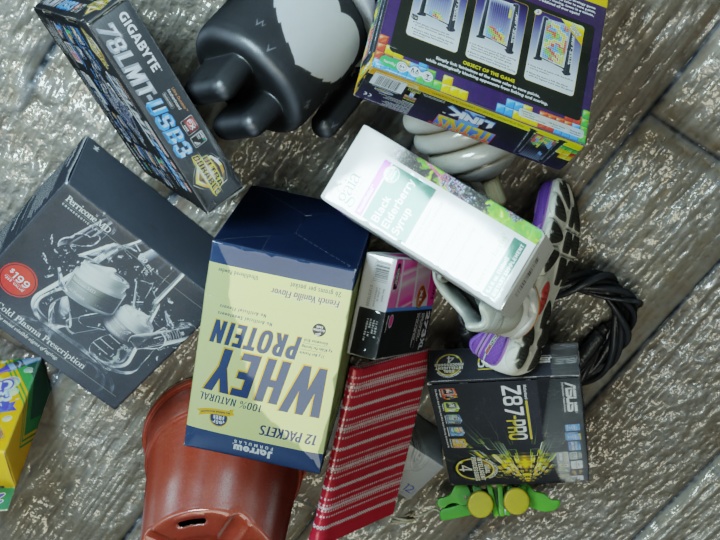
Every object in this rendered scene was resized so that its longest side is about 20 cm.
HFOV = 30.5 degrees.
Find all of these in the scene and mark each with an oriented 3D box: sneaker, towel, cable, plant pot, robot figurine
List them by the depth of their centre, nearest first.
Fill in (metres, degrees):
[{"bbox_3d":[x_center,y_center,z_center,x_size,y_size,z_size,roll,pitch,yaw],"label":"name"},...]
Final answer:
[{"bbox_3d":[-0.064,-0.204,1.165,0.124,0.201,0.151,30,155,22],"label":"robot figurine"},{"bbox_3d":[0.095,-0.025,1.275,0.091,0.201,0.076,0,142,-51],"label":"sneaker"},{"bbox_3d":[0.159,0.001,1.324,0.083,0.080,0.203,20,88,30],"label":"sneaker"},{"bbox_3d":[0.009,0.181,1.367,0.022,0.144,0.203,22,108,30],"label":"towel"},{"bbox_3d":[0.206,0.070,1.407,0.197,0.051,0.165,-14,120,9],"label":"cable"},{"bbox_3d":[-0.155,0.252,1.439,0.197,0.196,0.203,1,122,1],"label":"plant pot"}]

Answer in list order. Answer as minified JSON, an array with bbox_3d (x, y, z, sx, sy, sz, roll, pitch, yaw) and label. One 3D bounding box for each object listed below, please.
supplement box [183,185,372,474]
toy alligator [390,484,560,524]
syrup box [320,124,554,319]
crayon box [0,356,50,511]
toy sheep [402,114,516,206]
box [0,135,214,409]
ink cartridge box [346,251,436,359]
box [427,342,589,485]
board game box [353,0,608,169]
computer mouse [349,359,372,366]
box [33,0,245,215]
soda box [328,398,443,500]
[{"bbox_3d":[-0.073,0.050,1.268,0.132,0.200,0.203,11,109,3],"label":"supplement box"},{"bbox_3d":[0.130,0.257,1.523,0.197,0.059,0.055,-5,81,4],"label":"toy alligator"},{"bbox_3d":[0.070,-0.044,1.195,0.199,0.081,0.079,33,91,17],"label":"syrup box"},{"bbox_3d":[-0.411,0.171,1.391,0.124,0.201,0.052,-5,122,4],"label":"crayon box"},{"bbox_3d":[0.102,-0.154,1.229,0.136,0.138,0.202,-20,101,13],"label":"toy sheep"},{"bbox_3d":[-0.265,0.005,1.345,0.199,0.105,0.182,38,113,-20],"label":"box"},{"bbox_3d":[0.041,0.032,1.292,0.037,0.200,0.096,13,94,17],"label":"ink cartridge box"},{"bbox_3d":[0.162,0.159,1.425,0.159,0.050,0.201,-4,138,9],"label":"box"},{"bbox_3d":[0.107,-0.199,1.143,0.198,0.167,0.057,19,155,-11],"label":"board game box"},{"bbox_3d":[-0.052,0.075,1.393,0.199,0.034,0.059,34,126,1],"label":"computer mouse"},{"bbox_3d":[-0.202,-0.159,1.193,0.050,0.198,0.201,-38,117,-13],"label":"box"},{"bbox_3d":[-0.002,0.166,1.459,0.199,0.069,0.063,36,116,-18],"label":"soda box"}]
